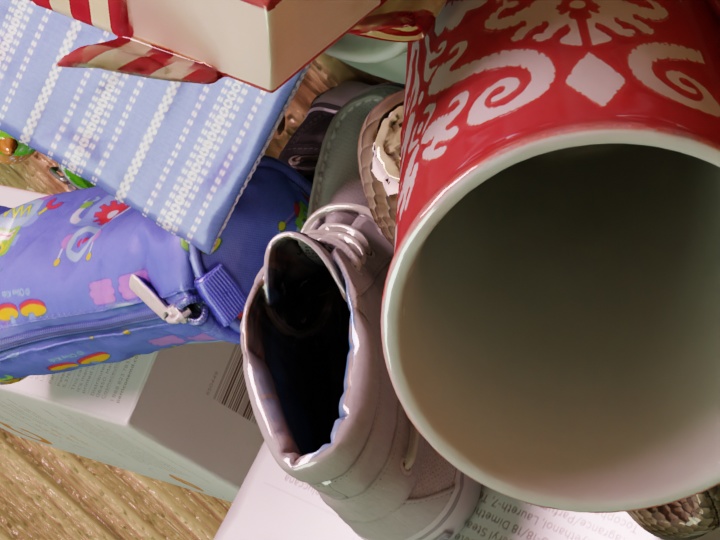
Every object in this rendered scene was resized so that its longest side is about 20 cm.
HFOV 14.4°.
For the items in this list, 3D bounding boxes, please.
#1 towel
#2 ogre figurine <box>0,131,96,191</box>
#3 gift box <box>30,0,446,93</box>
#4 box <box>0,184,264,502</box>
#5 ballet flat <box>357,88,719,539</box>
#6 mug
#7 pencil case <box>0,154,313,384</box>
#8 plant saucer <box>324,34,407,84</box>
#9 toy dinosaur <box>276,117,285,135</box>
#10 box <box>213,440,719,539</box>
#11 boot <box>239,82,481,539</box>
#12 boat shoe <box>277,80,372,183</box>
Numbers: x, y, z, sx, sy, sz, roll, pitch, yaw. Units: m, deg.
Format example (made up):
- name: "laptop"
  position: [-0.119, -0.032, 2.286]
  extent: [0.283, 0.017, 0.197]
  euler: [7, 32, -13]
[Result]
- name: "towel"
  position: [-0.114, -0.109, 1.056]
  extent: [0.199, 0.024, 0.145]
  euler: [31, 121, 1]
- name: "ogre figurine"
  position: [-0.143, -0.100, 1.243]
  extent: [0.120, 0.098, 0.201]
  euler: [36, 142, 50]
- name: "gift box"
  position: [-0.062, -0.168, 0.899]
  extent: [0.184, 0.200, 0.188]
  euler: [25, 137, 32]
- name: "box"
  position: [-0.120, 0.033, 1.349]
  extent: [0.199, 0.098, 0.124]
  euler: [12, 164, 42]
- name: "ballet flat"
  position: [0.067, 0.010, 1.014]
  extent: [0.200, 0.067, 0.046]
  euler: [55, 175, 18]
- name: "mug"
  position: [0.092, -0.036, 0.917]
  extent: [0.176, 0.200, 0.134]
  euler: [-7, 121, 3]
- name: "pencil case"
  position: [-0.099, 0.002, 1.185]
  extent: [0.199, 0.087, 0.078]
  euler: [-9, 116, 45]
- name: "plant saucer"
  position: [-0.008, -0.133, 1.066]
  extent: [0.199, 0.050, 0.201]
  euler: [31, 150, 20]
- name: "toy dinosaur"
  position: [-0.067, -0.111, 1.154]
  extent: [0.060, 0.106, 0.201]
  euler: [-9, 123, 28]
- name: "box"
  position: [0.085, 0.121, 1.142]
  extent: [0.199, 0.131, 0.199]
  euler: [21, 169, 40]
- name: "boot"
  position: [0.000, 0.000, 1.068]
  extent: [0.073, 0.201, 0.096]
  euler: [-20, 147, 22]
- name: "boat shoe"
  position: [0.048, -0.010, 1.151]
  extent: [0.199, 0.066, 0.070]
  euler: [31, 150, 20]
